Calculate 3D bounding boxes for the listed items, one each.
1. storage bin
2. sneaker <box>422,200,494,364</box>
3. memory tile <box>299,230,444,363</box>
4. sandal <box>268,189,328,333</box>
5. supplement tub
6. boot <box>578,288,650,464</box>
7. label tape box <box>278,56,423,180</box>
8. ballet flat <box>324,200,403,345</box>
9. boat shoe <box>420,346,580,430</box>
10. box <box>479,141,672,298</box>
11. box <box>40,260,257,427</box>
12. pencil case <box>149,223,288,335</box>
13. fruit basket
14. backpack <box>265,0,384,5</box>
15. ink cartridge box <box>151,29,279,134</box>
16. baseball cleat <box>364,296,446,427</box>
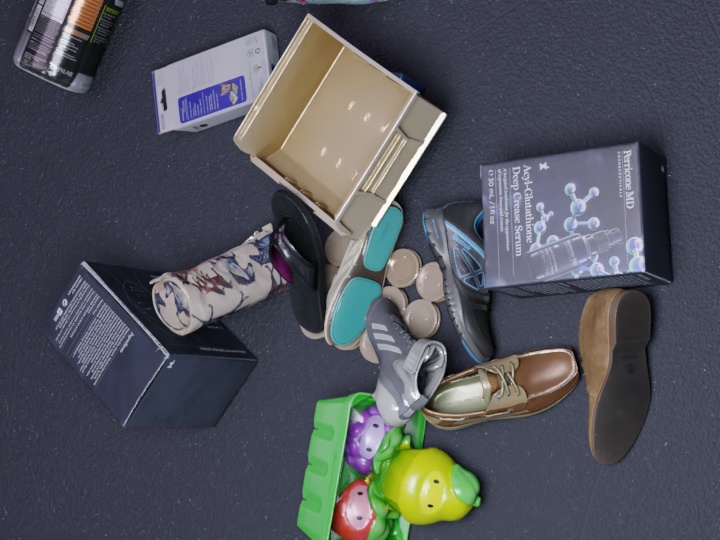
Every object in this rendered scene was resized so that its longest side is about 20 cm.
[{"bbox_3d":[-0.030,-0.174,1.708,0.200,0.093,0.200,39,101,30],"label":"storage bin"},{"bbox_3d":[0.137,0.012,1.674,0.081,0.073,0.202,-16,85,3],"label":"sneaker"},{"bbox_3d":[0.020,0.039,1.772,0.198,0.017,0.155,20,94,32],"label":"memory tile"},{"bbox_3d":[-0.081,-0.004,1.738,0.075,0.048,0.203,16,127,43],"label":"sandal"},{"bbox_3d":[-0.422,-0.375,2.026,0.122,0.122,0.202,28,97,30],"label":"supplement tub"},{"bbox_3d":[0.287,0.120,1.588,0.075,0.073,0.203,10,95,60],"label":"boot"},{"bbox_3d":[-0.028,-0.194,1.805,0.198,0.066,0.145,14,90,34],"label":"label tape box"},{"bbox_3d":[0.000,0.000,1.755,0.062,0.067,0.202,28,94,58],"label":"ballet flat"},{"bbox_3d":[0.162,0.142,1.629,0.198,0.074,0.077,-21,73,14],"label":"boat shoe"},{"bbox_3d":[0.249,-0.054,1.597,0.198,0.107,0.151,-7,79,29],"label":"box"},{"bbox_3d":[-0.280,0.101,1.833,0.196,0.199,0.125,41,105,28],"label":"box"},{"bbox_3d":[-0.177,0.013,1.788,0.078,0.199,0.090,-36,81,51],"label":"pencil case"},{"bbox_3d":[0.036,0.255,1.669,0.214,0.154,0.219,-13,72,46],"label":"fruit basket"},{"bbox_3d":[-0.030,-0.423,1.801,0.198,0.126,0.169,12,101,30],"label":"backpack"},{"bbox_3d":[-0.201,-0.259,1.930,0.198,0.039,0.101,-13,77,27],"label":"ink cartridge box"},{"bbox_3d":[0.059,0.096,1.659,0.106,0.069,0.201,-37,39,28],"label":"baseball cleat"}]
